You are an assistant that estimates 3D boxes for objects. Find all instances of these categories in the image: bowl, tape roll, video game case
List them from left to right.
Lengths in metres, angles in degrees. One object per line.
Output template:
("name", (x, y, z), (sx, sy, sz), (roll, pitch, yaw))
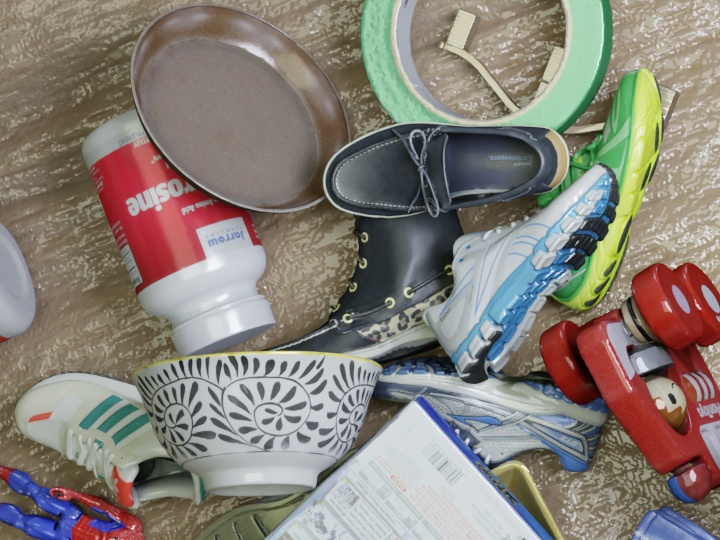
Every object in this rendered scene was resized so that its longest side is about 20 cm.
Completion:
("bowl", (-0.080, 0.126, 1.653), (0.199, 0.201, 0.095), (-4, 78, 13))
("video game case", (0.047, 0.232, 1.655), (0.181, 0.045, 0.200), (-43, 87, 9))
("tape roll", (0.100, -0.190, 1.687), (0.199, 0.048, 0.202), (1, 94, 16))

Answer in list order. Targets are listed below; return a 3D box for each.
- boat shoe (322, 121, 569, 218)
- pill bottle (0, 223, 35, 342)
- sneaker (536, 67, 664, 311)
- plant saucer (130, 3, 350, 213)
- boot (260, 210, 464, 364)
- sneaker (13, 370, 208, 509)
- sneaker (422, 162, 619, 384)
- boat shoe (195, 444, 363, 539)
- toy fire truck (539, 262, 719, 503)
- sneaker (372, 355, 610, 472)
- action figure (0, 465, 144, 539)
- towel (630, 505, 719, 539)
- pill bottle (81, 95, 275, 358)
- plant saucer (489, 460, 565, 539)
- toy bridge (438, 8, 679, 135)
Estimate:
("boat shoe", (0.062, -0.080, 1.648), (0.199, 0.062, 0.075), (-4, 94, 17))
("pill bottle", (-0.384, 0.034, 1.790), (0.199, 0.112, 0.113), (-23, 84, 11))
("sneaker", (0.183, -0.067, 1.668), (0.083, 0.074, 0.201), (23, 106, 14))
("plant saucer", (-0.101, -0.126, 1.709), (0.201, 0.200, 0.032), (54, 135, 9))
("boot", (0.001, 0.000, 1.722), (0.202, 0.073, 0.155), (-16, 83, 3))
("sneaker", (-0.203, 0.146, 1.747), (0.198, 0.094, 0.071), (10, 130, 11))
("sneaker", (0.118, -0.013, 1.632), (0.087, 0.075, 0.200), (46, 105, 26))
("boat shoe", (-0.049, 0.207, 1.731), (0.199, 0.068, 0.075), (-29, 85, 13))
("toy fire truck", (0.234, 0.093, 1.604), (0.112, 0.200, 0.169), (-33, 77, 22))
("sneaker", (0.099, 0.121, 1.698), (0.199, 0.077, 0.086), (9, 98, 15))
("action figure", (-0.256, 0.214, 1.791), (0.199, 0.052, 0.066), (21, 90, 10))
("towel", (0.241, 0.301, 1.632), (0.144, 0.024, 0.201), (31, 101, 15))
("pill bottle", (-0.145, -0.033, 1.737), (0.112, 0.112, 0.201), (-24, 84, 11))
("plant saucer", (0.090, 0.278, 1.699), (0.199, 0.048, 0.201), (-28, 91, 11))
("toy bridge", (0.155, -0.149, 1.713), (0.199, 0.027, 0.068), (22, 95, 13))
